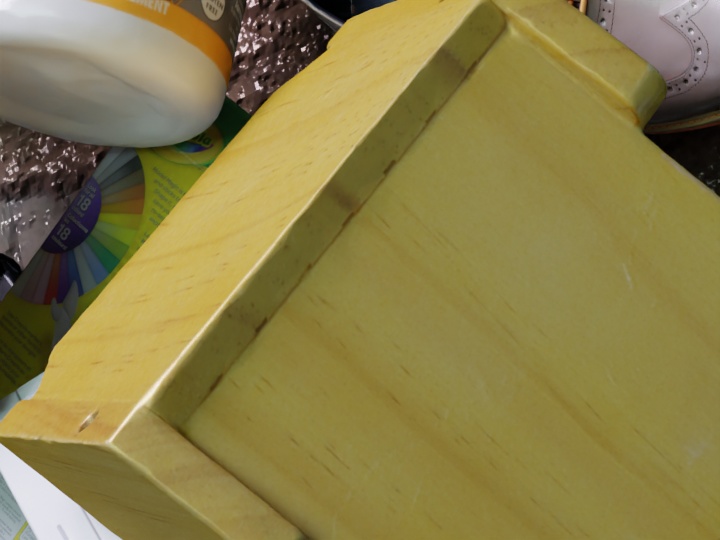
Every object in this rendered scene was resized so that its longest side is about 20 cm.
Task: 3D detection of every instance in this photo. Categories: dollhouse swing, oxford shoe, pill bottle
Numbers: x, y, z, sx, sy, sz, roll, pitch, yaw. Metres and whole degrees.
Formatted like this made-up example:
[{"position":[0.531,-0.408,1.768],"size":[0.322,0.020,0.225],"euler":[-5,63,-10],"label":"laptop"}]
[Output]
[{"position":[0.027,0.036,0.765],"size":[0.200,0.176,0.182],"euler":[-52,17,-18],"label":"dollhouse swing"},{"position":[0.067,-0.088,0.828],"size":[0.200,0.073,0.071],"euler":[6,92,35],"label":"oxford shoe"},{"position":[-0.090,-0.157,0.889],"size":[0.116,0.116,0.200],"euler":[-1,70,33],"label":"pill bottle"}]

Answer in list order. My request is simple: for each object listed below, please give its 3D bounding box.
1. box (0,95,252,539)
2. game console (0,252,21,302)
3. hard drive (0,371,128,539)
[{"position":[-0.085,0.031,0.910],"size":[0.117,0.048,0.200],"euler":[39,97,34],"label":"box"},{"position":[-0.231,0.072,0.991],"size":[0.200,0.119,0.172],"euler":[-46,58,15],"label":"game console"},{"position":[-0.021,0.047,0.809],"size":[0.200,0.027,0.132],"euler":[-32,54,-5],"label":"hard drive"}]
